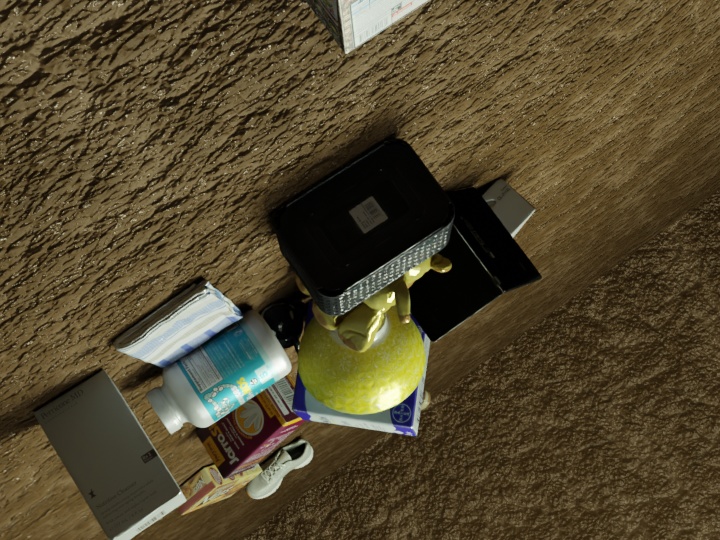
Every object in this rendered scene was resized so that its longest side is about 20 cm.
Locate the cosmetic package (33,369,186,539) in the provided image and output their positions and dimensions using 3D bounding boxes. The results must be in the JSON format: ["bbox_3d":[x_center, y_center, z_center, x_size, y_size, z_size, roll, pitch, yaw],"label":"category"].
[{"bbox_3d":[-0.328,0.246,1.472,0.113,0.200,0.081,-34,167,-14],"label":"cosmetic package"}]

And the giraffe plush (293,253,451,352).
[{"bbox_3d":[0.031,-0.005,1.596,0.200,0.173,0.162,-26,-172,45],"label":"giraffe plush"}]

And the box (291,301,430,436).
[{"bbox_3d":[0.004,0.159,1.817,0.199,0.185,0.105,7,168,9],"label":"box"}]

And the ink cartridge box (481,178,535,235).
[{"bbox_3d":[0.193,-0.042,1.908,0.146,0.083,0.200,-44,172,-32],"label":"ink cartridge box"}]

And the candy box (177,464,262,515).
[{"bbox_3d":[-0.318,0.472,2.491,0.115,0.055,0.200,-41,164,20],"label":"candy box"}]

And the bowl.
[{"bbox_3d":[0.001,0.103,1.681,0.200,0.200,0.108,-29,144,-22],"label":"bowl"}]

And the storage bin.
[{"bbox_3d":[0.005,-0.053,1.400,0.200,0.135,0.094,-33,165,-8],"label":"storage bin"}]

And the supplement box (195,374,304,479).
[{"bbox_3d":[-0.195,0.276,2.041,0.200,0.110,0.086,-44,162,31],"label":"supplement box"}]

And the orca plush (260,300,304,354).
[{"bbox_3d":[-0.123,0.114,1.770,0.105,0.071,0.200,-28,164,-26],"label":"orca plush"}]

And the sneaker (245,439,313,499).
[{"bbox_3d":[-0.205,0.481,2.769,0.200,0.076,0.092,-39,160,-19],"label":"sneaker"}]

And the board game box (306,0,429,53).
[{"bbox_3d":[0.022,-0.278,0.813,0.159,0.097,0.200,-34,165,-7],"label":"board game box"}]

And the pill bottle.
[{"bbox_3d":[-0.208,0.152,1.623,0.200,0.111,0.111,-33,165,-9],"label":"pill bottle"}]

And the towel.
[{"bbox_3d":[-0.238,0.078,1.496,0.147,0.024,0.200,-34,166,-1],"label":"towel"}]

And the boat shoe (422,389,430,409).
[{"bbox_3d":[0.112,0.391,3.214,0.072,0.072,0.200,19,143,-35],"label":"boat shoe"}]

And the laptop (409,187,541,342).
[{"bbox_3d":[0.147,-0.015,1.741,0.116,0.187,0.200,-44,163,33],"label":"laptop"}]
